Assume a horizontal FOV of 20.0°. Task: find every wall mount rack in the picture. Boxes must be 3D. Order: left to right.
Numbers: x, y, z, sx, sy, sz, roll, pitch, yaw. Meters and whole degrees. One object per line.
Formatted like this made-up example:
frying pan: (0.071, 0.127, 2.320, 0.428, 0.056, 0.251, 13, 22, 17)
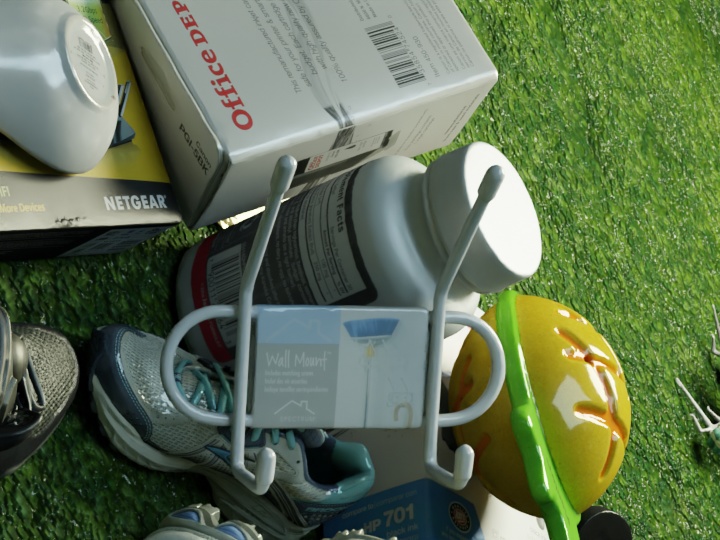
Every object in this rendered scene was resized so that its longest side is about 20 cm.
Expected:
wall mount rack: (0.000, 0.027, 1.067, 0.199, 0.074, 0.175, 1, 96, -22)

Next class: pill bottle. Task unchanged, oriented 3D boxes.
pill bottle: (0.000, 0.000, 1.179, 0.111, 0.199, 0.111, 39, 40, -41)

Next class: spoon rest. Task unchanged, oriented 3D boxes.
spoon rest: (-0.182, -0.113, 1.013, 0.200, 0.060, 0.100, 39, 38, -61)

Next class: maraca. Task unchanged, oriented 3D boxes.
maraca: (0.106, 0.092, 1.196, 0.200, 0.106, 0.138, -88, 156, -61)

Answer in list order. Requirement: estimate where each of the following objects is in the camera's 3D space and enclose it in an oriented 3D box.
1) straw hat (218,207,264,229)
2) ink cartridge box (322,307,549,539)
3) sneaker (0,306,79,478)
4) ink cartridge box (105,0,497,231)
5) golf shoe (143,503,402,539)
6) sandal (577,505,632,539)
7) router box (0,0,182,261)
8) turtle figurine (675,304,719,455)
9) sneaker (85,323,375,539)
straw hat: (-0.035, -0.105, 1.311, 0.201, 0.085, 0.202, 37, 40, -40)
ink cartridge box: (0.047, 0.119, 1.291, 0.146, 0.086, 0.201, 35, 44, -44)
sneaker: (-0.172, 0.056, 0.948, 0.199, 0.114, 0.077, -10, 80, -62)
ink cartridge box: (-0.043, -0.127, 1.209, 0.199, 0.083, 0.147, -19, 70, -32)
golf shoe: (-0.046, 0.172, 1.005, 0.097, 0.199, 0.079, -20, 107, -51)
sandal: (0.109, 0.237, 1.233, 0.075, 0.201, 0.045, 29, 2, -43)
router box: (-0.192, -0.086, 1.075, 0.200, 0.052, 0.158, -7, 75, -60)
turtle figurine: (0.353, 0.129, 1.783, 0.150, 0.100, 0.201, -34, 105, -60)
sneaker: (-0.068, 0.078, 1.127, 0.200, 0.086, 0.078, 38, 40, -40)
